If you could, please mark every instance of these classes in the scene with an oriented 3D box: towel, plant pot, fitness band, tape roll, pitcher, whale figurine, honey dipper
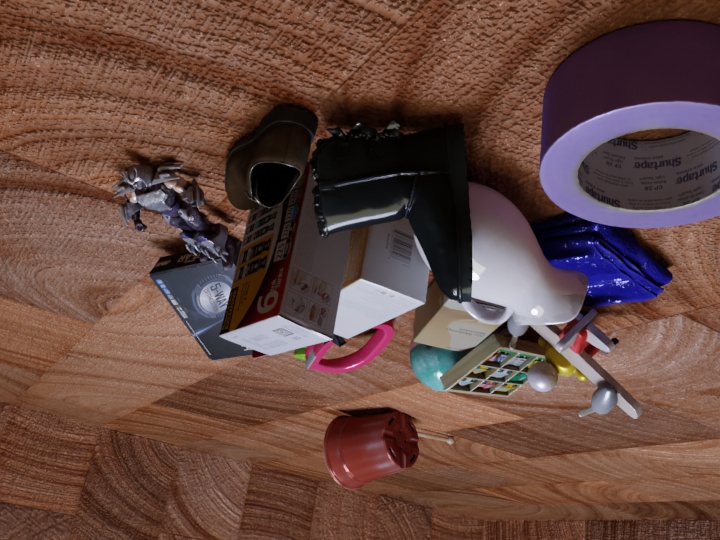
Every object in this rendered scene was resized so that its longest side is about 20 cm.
[{"bbox_3d":[0.297,-0.005,0.933,0.147,0.050,0.200,-17,145,43],"label":"towel"},{"bbox_3d":[0.039,0.468,1.902,0.195,0.202,0.200,-23,141,37],"label":"plant pot"},{"bbox_3d":[-0.022,0.133,1.287,0.143,0.038,0.200,-3,149,-30],"label":"fitness band"},{"bbox_3d":[0.266,-0.123,0.649,0.199,0.085,0.200,8,156,4],"label":"tape roll"},{"bbox_3d":[0.146,-0.007,0.865,0.200,0.122,0.171,37,143,-20],"label":"pitcher"},{"bbox_3d":[0.185,0.155,1.252,0.199,0.104,0.159,-9,150,19],"label":"whale figurine"},{"bbox_3d":[0.179,0.466,2.018,0.199,0.038,0.038,16,155,-23],"label":"honey dipper"}]

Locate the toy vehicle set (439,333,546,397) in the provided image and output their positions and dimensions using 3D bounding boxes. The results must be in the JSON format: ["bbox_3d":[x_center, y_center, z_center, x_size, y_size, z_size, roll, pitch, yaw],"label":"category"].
[{"bbox_3d":[0.239,0.166,1.213,0.199,0.027,0.124,15,129,-46],"label":"toy vehicle set"}]

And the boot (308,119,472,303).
[{"bbox_3d":[0.034,-0.060,0.745,0.161,0.200,0.073,-5,179,7],"label":"boot"}]

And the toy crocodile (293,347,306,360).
[{"bbox_3d":[-0.098,0.118,1.318,0.061,0.068,0.200,3,155,12],"label":"toy crocodile"}]

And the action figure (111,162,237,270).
[{"bbox_3d":[-0.245,-0.077,0.951,0.129,0.070,0.200,0,151,31],"label":"action figure"}]

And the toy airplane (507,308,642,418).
[{"bbox_3d":[0.300,0.121,1.041,0.199,0.141,0.200,40,-173,-22],"label":"toy airplane"}]

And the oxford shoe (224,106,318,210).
[{"bbox_3d":[-0.117,-0.106,0.822,0.072,0.085,0.200,17,156,-20],"label":"oxford shoe"}]

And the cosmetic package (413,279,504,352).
[{"bbox_3d":[0.155,0.057,1.092,0.104,0.072,0.200,11,155,-5],"label":"cosmetic package"}]

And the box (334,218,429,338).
[{"bbox_3d":[0.000,0.000,0.960,0.097,0.125,0.200,21,153,-24],"label":"box"}]

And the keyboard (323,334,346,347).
[{"bbox_3d":[-0.097,0.068,1.131,0.200,0.021,0.127,31,159,39],"label":"keyboard"}]

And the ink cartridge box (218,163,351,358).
[{"bbox_3d":[-0.101,-0.004,0.892,0.084,0.201,0.175,27,149,-33],"label":"ink cartridge box"}]

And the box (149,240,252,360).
[{"bbox_3d":[-0.219,0.054,1.146,0.159,0.044,0.201,-9,127,25],"label":"box"}]
